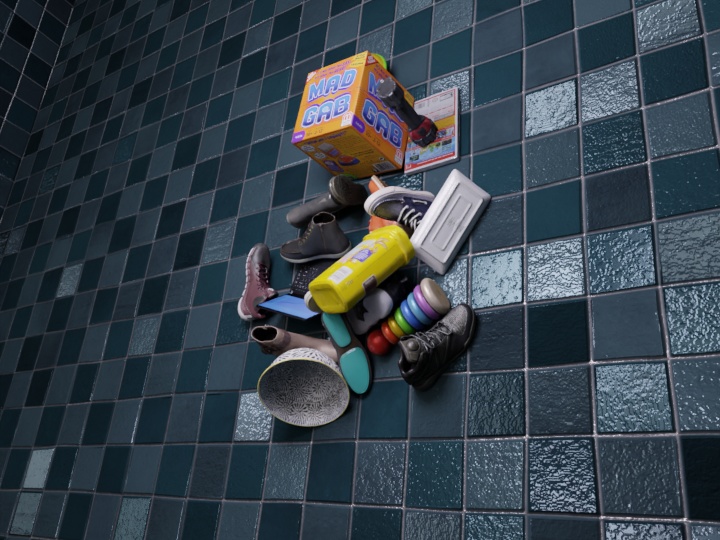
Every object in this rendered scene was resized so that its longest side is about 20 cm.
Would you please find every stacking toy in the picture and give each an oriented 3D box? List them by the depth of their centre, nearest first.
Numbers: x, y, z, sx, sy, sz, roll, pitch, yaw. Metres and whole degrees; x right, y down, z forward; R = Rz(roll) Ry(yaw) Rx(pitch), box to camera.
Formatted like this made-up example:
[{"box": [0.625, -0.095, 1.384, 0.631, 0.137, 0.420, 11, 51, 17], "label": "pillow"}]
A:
[{"box": [0.091, 0.106, 1.381, 0.199, 0.085, 0.086, -39, 50, 21], "label": "stacking toy"}]

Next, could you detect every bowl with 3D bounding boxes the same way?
[{"box": [-0.117, 0.233, 1.421, 0.198, 0.202, 0.095, -28, 29, 22], "label": "bowl"}]

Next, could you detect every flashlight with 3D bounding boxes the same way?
[{"box": [0.104, -0.363, 1.496, 0.067, 0.199, 0.069, 2, 67, 37], "label": "flashlight"}]

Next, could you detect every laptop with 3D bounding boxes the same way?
[{"box": [-0.128, 0.026, 1.563, 0.175, 0.103, 0.204, 11, 75, 39], "label": "laptop"}]

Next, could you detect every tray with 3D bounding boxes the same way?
[{"box": [0.191, -0.102, 1.393, 0.202, 0.106, 0.022, -58, 13, -2], "label": "tray"}]

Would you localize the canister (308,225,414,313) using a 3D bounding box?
[{"box": [0.000, 0.000, 1.374, 0.199, 0.087, 0.148, -39, 13, -25], "label": "canister"}]

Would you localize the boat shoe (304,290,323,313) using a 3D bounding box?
[{"box": [-0.049, 0.032, 1.476, 0.197, 0.076, 0.068, -24, 39, -29], "label": "boat shoe"}]

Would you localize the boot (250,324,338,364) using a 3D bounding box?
[{"box": [-0.147, 0.168, 1.477, 0.197, 0.146, 0.072, -6, 62, 34], "label": "boot"}]

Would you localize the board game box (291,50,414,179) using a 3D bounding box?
[{"box": [-0.015, -0.367, 1.599, 0.197, 0.199, 0.204, -5, 65, 40], "label": "board game box"}]

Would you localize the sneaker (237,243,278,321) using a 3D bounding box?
[{"box": [-0.240, 0.031, 1.661, 0.114, 0.075, 0.205, 1, 78, 45], "label": "sneaker"}]

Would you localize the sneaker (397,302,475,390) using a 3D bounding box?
[{"box": [0.147, 0.140, 1.295, 0.200, 0.114, 0.076, -49, 50, 3], "label": "sneaker"}]

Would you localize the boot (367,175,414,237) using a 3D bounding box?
[{"box": [0.048, -0.134, 1.536, 0.107, 0.075, 0.202, -39, 51, 20], "label": "boot"}]

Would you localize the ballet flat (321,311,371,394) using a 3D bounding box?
[{"box": [-0.025, 0.167, 1.426, 0.072, 0.073, 0.203, -24, 90, 24], "label": "ballet flat"}]

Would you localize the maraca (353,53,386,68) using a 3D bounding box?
[{"box": [-0.013, -0.507, 1.741, 0.197, 0.107, 0.140, -4, 66, 36], "label": "maraca"}]

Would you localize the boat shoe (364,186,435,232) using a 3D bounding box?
[{"box": [0.107, -0.123, 1.411, 0.093, 0.197, 0.075, 56, 136, 33], "label": "boat shoe"}]

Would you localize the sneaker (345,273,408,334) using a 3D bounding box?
[{"box": [0.034, 0.070, 1.441, 0.113, 0.076, 0.199, -39, 3, -35], "label": "sneaker"}]

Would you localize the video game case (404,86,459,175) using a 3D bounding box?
[{"box": [0.173, -0.335, 1.576, 0.141, 0.017, 0.204, -12, 61, 32], "label": "video game case"}]

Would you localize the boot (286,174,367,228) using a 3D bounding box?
[{"box": [-0.098, -0.163, 1.599, 0.196, 0.181, 0.074, -12, 78, 24], "label": "boot"}]

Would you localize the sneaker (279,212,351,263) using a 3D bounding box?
[{"box": [-0.124, -0.086, 1.599, 0.196, 0.107, 0.076, -6, 39, 26], "label": "sneaker"}]
